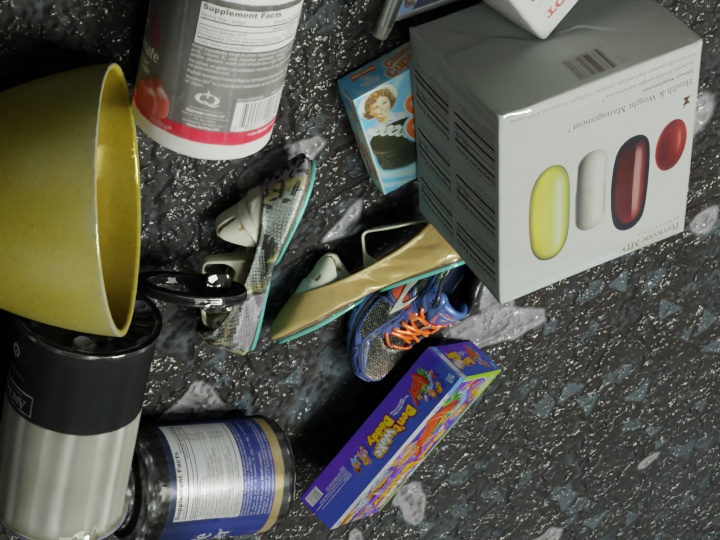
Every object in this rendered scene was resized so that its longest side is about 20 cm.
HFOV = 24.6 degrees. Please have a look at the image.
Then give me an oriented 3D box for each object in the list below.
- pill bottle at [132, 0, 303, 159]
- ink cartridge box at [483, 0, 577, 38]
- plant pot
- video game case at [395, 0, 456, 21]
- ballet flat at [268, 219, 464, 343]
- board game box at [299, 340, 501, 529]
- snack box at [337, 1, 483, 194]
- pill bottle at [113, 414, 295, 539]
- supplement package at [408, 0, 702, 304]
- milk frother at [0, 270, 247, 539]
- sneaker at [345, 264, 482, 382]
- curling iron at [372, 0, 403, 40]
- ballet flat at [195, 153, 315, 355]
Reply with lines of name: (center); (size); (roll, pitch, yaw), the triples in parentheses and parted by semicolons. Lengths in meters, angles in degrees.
pill bottle: (-0.100, -0.191, 1.219); (0.111, 0.111, 0.200); (-6, 129, -30)
ink cartridge box: (0.122, -0.289, 1.242); (0.145, 0.083, 0.200); (-49, 144, 2)
plant pot: (-0.246, -0.049, 1.211); (0.142, 0.200, 0.200); (-2, 132, 1)
video game case: (0.106, -0.307, 1.322); (0.200, 0.023, 0.182); (-21, 135, -18)
ballet flat: (0.000, 0.000, 1.491); (0.200, 0.069, 0.063); (-24, 96, 2)
board game box: (0.041, 0.159, 1.625); (0.200, 0.045, 0.134); (-51, 164, 15)
snack box: (0.085, -0.160, 1.424); (0.200, 0.037, 0.116); (-30, 137, -8)
pill bottle: (-0.169, 0.191, 1.506); (0.200, 0.112, 0.112); (-1, 126, -33)
supplement package: (0.160, -0.115, 1.375); (0.191, 0.147, 0.200); (-22, 135, -17)
milk frother: (-0.196, 0.095, 1.346); (0.200, 0.181, 0.188); (3, 122, -19)
sneaker: (0.059, 0.029, 1.540); (0.075, 0.078, 0.200); (22, 112, -42)
curling iron: (0.039, -0.271, 1.270); (0.050, 0.026, 0.200); (-9, 129, -37)
ballet flat: (-0.098, -0.014, 1.412); (0.072, 0.072, 0.200); (0, 125, -34)
